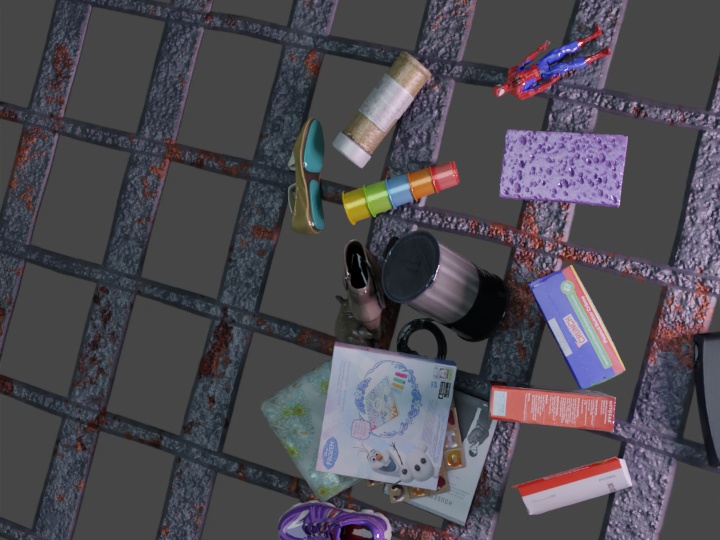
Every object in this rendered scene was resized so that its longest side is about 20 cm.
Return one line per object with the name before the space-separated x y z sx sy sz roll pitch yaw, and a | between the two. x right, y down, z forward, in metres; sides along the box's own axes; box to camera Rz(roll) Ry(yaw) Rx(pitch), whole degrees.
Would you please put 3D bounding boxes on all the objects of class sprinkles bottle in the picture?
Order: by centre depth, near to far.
sprinkles bottle | 0.036 -0.273 1.681 0.068 0.068 0.201 39 96 16

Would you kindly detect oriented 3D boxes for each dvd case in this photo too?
dvd case | 0.134 0.294 1.620 0.148 0.025 0.204 18 91 17

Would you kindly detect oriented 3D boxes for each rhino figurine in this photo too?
rhino figurine | -0.001 0.108 1.660 0.086 0.060 0.204 -12 79 18

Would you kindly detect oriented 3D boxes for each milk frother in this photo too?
milk frother | 0.101 0.061 1.563 0.179 0.187 0.203 14 79 49

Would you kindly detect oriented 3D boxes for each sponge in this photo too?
sponge | 0.328 -0.167 1.605 0.196 0.030 0.114 6 86 16

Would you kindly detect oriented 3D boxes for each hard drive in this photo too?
hard drive | 0.577 0.190 1.489 0.132 0.042 0.205 -7 83 16

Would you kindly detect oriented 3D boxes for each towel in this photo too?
towel | -0.051 0.265 1.631 0.170 0.048 0.202 -32 92 20

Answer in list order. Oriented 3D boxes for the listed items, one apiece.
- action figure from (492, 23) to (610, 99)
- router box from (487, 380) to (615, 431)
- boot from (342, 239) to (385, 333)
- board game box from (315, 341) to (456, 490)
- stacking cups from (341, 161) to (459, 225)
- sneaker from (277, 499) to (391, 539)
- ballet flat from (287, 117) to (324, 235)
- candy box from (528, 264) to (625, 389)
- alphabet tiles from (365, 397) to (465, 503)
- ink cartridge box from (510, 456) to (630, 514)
action figure | 0.307 -0.335 1.620 0.197 0.052 0.066 -26 82 15
router box | 0.280 0.201 1.484 0.176 0.200 0.050 5 86 7
boot | 0.000 0.000 1.590 0.069 0.147 0.202 -17 53 0
board game box | 0.039 0.229 1.557 0.195 0.043 0.204 9 96 -2
stacking cups | 0.068 -0.134 1.662 0.196 0.060 0.062 -17 80 14
sneaker | -0.049 0.424 1.631 0.196 0.083 0.082 -4 83 17
ballet flat | -0.100 -0.163 1.714 0.062 0.068 0.205 -4 82 30
candy box | 0.329 0.089 1.490 0.076 0.200 0.172 -27 78 12
alphabet tiles | 0.078 0.267 1.587 0.163 0.006 0.204 -11 96 0
ink cartridge box | 0.317 0.322 1.471 0.160 0.200 0.058 -20 77 14
